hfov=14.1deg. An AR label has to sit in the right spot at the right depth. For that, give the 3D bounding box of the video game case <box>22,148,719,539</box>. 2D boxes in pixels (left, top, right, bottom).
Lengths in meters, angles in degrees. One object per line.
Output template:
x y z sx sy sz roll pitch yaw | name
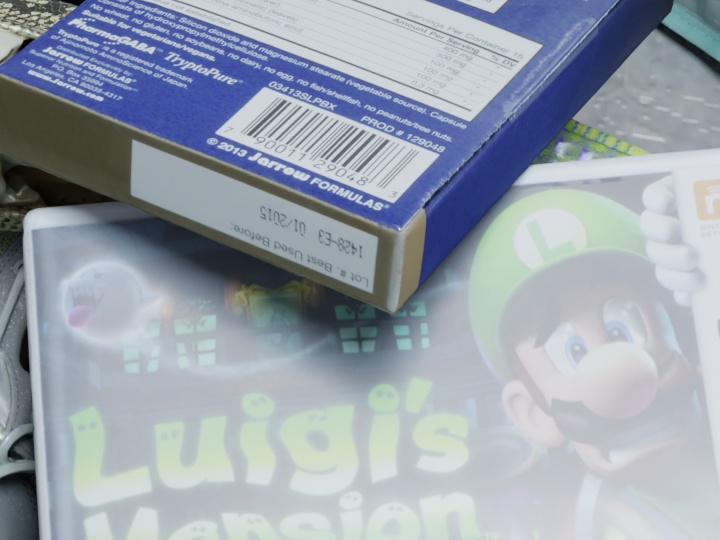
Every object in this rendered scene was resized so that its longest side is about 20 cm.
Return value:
0.018 0.062 0.738 0.199 0.023 0.183 -5 68 -2 | video game case

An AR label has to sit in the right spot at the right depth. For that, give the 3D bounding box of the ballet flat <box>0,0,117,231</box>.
-0.072 -0.037 0.810 0.199 0.068 0.075 12 5 2 | ballet flat

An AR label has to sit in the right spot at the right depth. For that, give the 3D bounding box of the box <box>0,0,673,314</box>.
0.006 -0.070 0.790 0.121 0.033 0.200 22 42 21 | box

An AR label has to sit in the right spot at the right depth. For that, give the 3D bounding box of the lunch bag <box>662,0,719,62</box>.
0.212 -0.116 1.005 0.170 0.122 0.200 -29 52 -32 | lunch bag

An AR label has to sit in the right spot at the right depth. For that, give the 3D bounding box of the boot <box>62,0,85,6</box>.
-0.047 -0.105 0.951 0.199 0.073 0.167 -5 24 4 | boot

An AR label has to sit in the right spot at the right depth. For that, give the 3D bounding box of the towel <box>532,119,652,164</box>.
0.056 0.053 0.831 0.143 0.023 0.201 24 70 8 | towel

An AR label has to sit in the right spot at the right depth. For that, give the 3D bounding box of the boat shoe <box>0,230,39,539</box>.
-0.096 0.031 0.836 0.064 0.075 0.202 -4 39 8 | boat shoe
